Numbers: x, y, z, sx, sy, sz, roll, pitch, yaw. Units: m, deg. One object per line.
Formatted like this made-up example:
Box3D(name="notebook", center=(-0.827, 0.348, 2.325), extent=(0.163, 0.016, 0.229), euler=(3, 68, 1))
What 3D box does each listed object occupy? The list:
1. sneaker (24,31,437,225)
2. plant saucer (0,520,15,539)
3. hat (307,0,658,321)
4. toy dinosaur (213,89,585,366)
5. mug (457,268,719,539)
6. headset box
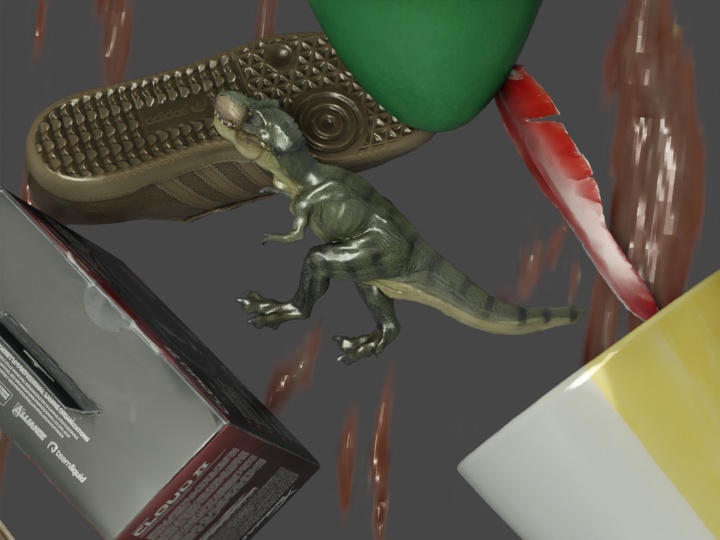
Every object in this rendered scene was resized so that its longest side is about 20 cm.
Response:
Box3D(name="sneaker", center=(-0.062, -0.063, 1.186), extent=(0.200, 0.076, 0.071), euler=(-7, 69, -10))
Box3D(name="plant saucer", center=(-0.240, 0.190, 1.196), extent=(0.200, 0.037, 0.201), euler=(-2, 81, 12))
Box3D(name="hat", center=(0.029, -0.079, 1.157), extent=(0.165, 0.200, 0.176), euler=(-10, 118, -26))
Box3D(name="toy dinosaur", center=(0.000, 0.000, 1.141), extent=(0.200, 0.047, 0.088), euler=(34, 113, -17))
Box3D(name="mug", center=(0.153, 0.094, 1.059), extent=(0.149, 0.187, 0.153), euler=(-31, 82, -34))
Box3D(name="headset box", center=(-0.112, 0.052, 1.104), extent=(0.149, 0.200, 0.077), euler=(44, 92, 15))
